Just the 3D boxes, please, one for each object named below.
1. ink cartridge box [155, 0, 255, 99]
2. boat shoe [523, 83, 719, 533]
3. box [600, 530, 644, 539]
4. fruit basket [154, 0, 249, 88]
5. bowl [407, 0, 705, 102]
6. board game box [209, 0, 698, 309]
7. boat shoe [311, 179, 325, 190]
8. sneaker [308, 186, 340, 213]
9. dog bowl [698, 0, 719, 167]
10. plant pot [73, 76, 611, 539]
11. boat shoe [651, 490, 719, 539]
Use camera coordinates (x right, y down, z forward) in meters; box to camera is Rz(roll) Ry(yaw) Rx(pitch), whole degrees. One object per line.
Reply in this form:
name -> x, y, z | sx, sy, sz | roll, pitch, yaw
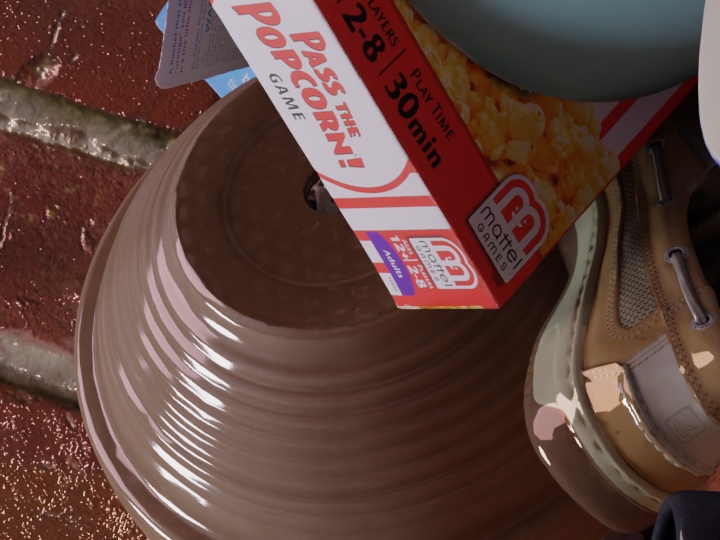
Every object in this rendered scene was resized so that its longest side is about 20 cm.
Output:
ink cartridge box -> 0.034, -0.148, 1.096 | 0.144, 0.084, 0.200 | -9, -39, -55
boat shoe -> 0.099, -0.011, 0.768 | 0.076, 0.072, 0.200 | -38, 24, 30
box -> 0.024, 0.160, 0.849 | 0.201, 0.039, 0.041 | -63, 9, -7
fruit basket -> -0.017, -0.154, 0.821 | 0.200, 0.093, 0.186 | -21, -57, -67
bowl -> 0.093, -0.147, 0.701 | 0.105, 0.200, 0.202 | -1, 68, 51
board game box -> 0.045, -0.111, 0.759 | 0.046, 0.152, 0.200 | -1, 39, 50
boat shoe -> 0.039, -0.038, 1.073 | 0.068, 0.075, 0.200 | -45, 0, 38
sneaker -> 0.005, 0.004, 0.924 | 0.199, 0.090, 0.075 | -30, 18, 20
dog bowl -> 0.138, -0.100, 0.541 | 0.200, 0.078, 0.201 | -162, 90, -84
plant pot -> 0.000, 0.000, 0.838 | 0.093, 0.200, 0.202 | 66, -147, -56
boat shoe -> 0.065, 0.140, 0.597 | 0.075, 0.062, 0.201 | -139, 66, -82
